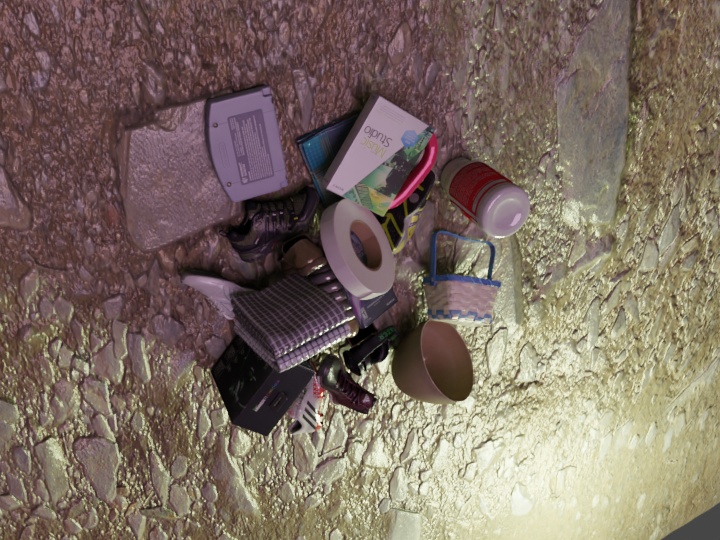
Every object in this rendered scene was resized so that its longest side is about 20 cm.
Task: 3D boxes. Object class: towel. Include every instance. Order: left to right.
[{"bbox_3d":[-0.138,0.088,1.453,0.165,0.200,0.086,-29,129,-23],"label":"towel"},{"bbox_3d":[-0.028,-0.204,1.518,0.147,0.022,0.200,-28,127,-9],"label":"towel"}]

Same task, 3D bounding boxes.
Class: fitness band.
[{"bbox_3d":[0.065,-0.212,1.519,0.144,0.037,0.200,35,99,-34],"label":"fitness band"}]

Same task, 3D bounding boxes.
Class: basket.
[{"bbox_3d":[0.224,0.021,1.715,0.176,0.139,0.200,12,84,-29],"label":"basket"}]

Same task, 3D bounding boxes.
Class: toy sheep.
[{"bbox_3d":[-0.053,0.045,1.585,0.138,0.138,0.200,-20,90,-15],"label":"toy sheep"}]

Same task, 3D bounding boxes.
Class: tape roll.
[{"bbox_3d":[-0.003,-0.042,1.494,0.037,0.203,0.203,-24,134,29],"label":"tape roll"}]

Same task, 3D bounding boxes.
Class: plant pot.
[{"bbox_3d":[0.151,0.223,1.774,0.134,0.201,0.200,-25,137,36],"label":"plant pot"}]

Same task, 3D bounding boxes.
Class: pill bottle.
[{"bbox_3d":[0.248,-0.156,1.571,0.112,0.200,0.112,-13,123,-20],"label":"pill bottle"}]

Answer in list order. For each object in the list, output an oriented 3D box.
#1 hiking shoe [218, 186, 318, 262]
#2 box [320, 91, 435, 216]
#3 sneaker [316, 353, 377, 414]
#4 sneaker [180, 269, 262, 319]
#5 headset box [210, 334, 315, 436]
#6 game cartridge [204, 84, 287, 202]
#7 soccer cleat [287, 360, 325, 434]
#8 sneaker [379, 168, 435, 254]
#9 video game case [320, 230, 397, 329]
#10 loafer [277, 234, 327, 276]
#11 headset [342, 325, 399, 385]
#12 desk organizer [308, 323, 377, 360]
[{"bbox_3d":[-0.171,-0.103,1.471,0.200,0.076,0.101,-40,131,1],"label":"hiking shoe"},{"bbox_3d":[0.034,-0.217,1.459,0.144,0.036,0.200,23,106,-32],"label":"box"},{"bbox_3d":[-0.020,0.253,1.667,0.076,0.115,0.200,-60,156,-20],"label":"sneaker"},{"bbox_3d":[-0.266,0.054,1.511,0.200,0.070,0.080,23,92,-34],"label":"sneaker"},{"bbox_3d":[-0.200,0.210,1.563,0.093,0.200,0.174,30,101,-36],"label":"headset box"},{"bbox_3d":[-0.212,-0.228,1.404,0.133,0.042,0.200,-16,124,-13],"label":"game cartridge"},{"bbox_3d":[-0.127,0.292,1.733,0.085,0.069,0.200,-14,128,-24],"label":"soccer cleat"},{"bbox_3d":[0.094,-0.126,1.607,0.200,0.075,0.076,-59,159,8],"label":"sneaker"},{"bbox_3d":[0.000,0.000,1.547,0.143,0.019,0.200,-34,104,-54],"label":"video game case"},{"bbox_3d":[-0.116,-0.034,1.481,0.076,0.200,0.068,-27,100,-18],"label":"loafer"},{"bbox_3d":[0.019,0.201,1.718,0.123,0.094,0.200,-26,165,-48],"label":"headset"},{"bbox_3d":[-0.070,0.143,1.665,0.200,0.077,0.072,-33,127,-6],"label":"desk organizer"}]
